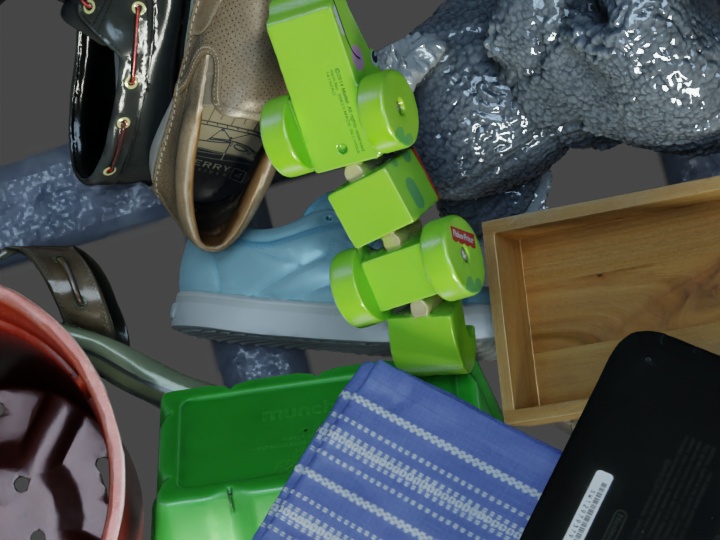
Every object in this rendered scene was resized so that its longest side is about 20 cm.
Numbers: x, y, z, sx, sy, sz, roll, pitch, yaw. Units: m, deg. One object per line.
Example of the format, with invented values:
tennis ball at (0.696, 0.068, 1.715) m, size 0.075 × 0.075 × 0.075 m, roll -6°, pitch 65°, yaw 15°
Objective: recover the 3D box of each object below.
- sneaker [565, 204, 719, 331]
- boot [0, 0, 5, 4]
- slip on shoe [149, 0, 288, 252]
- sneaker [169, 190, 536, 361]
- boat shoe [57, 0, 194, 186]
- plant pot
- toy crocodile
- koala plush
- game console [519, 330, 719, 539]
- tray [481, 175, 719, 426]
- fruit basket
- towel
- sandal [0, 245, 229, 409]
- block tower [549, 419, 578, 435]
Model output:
sneaker at (0.208, -0.003, 1.307) m, size 0.199 × 0.115 × 0.076 m, roll -1°, pitch 84°, yaw 30°
boot at (-0.121, -0.199, 1.403) m, size 0.167 × 0.076 × 0.201 m, roll 22°, pitch 77°, yaw 13°
slip on shoe at (-0.054, -0.097, 1.298) m, size 0.076 × 0.201 × 0.061 m, roll 10°, pitch 39°, yaw -23°
sneaker at (0.000, 0.000, 1.351) m, size 0.199 × 0.074 × 0.083 m, roll 5°, pitch 83°, yaw 13°
boat shoe at (-0.119, -0.134, 1.346) m, size 0.063 × 0.074 × 0.203 m, roll -10°, pitch 122°, yaw -22°
plant pot at (-0.195, 0.115, 1.296) m, size 0.199 × 0.195 × 0.202 m, roll -1°, pitch 79°, yaw 6°
toy crocodile at (0.009, -0.039, 1.251) m, size 0.067 × 0.062 × 0.201 m, roll -18°, pitch 102°, yaw 27°
koala plush at (0.084, -0.101, 1.310) m, size 0.199 × 0.177 × 0.185 m, roll -31°, pitch 48°, yaw 18°
game console at (0.158, 0.158, 1.187) m, size 0.175 × 0.117 × 0.201 m, roll 22°, pitch 67°, yaw 16°
tray at (0.157, 0.010, 1.247) m, size 0.199 × 0.037 × 0.099 m, roll -11°, pitch 80°, yaw 28°
fruit basket at (-0.005, 0.160, 1.316) m, size 0.214 × 0.156 × 0.217 m, roll -1°, pitch 124°, yaw -2°
towel at (0.016, 0.146, 1.191) m, size 0.144 × 0.024 × 0.201 m, roll 26°, pitch 67°, yaw 18°
sandal at (-0.142, 0.022, 1.369) m, size 0.200 × 0.080 × 0.058 m, roll 26°, pitch 88°, yaw 0°
block tower at (0.180, 0.092, 1.332) m, size 0.199 × 0.054 × 0.058 m, roll 31°, pitch 85°, yaw 10°
